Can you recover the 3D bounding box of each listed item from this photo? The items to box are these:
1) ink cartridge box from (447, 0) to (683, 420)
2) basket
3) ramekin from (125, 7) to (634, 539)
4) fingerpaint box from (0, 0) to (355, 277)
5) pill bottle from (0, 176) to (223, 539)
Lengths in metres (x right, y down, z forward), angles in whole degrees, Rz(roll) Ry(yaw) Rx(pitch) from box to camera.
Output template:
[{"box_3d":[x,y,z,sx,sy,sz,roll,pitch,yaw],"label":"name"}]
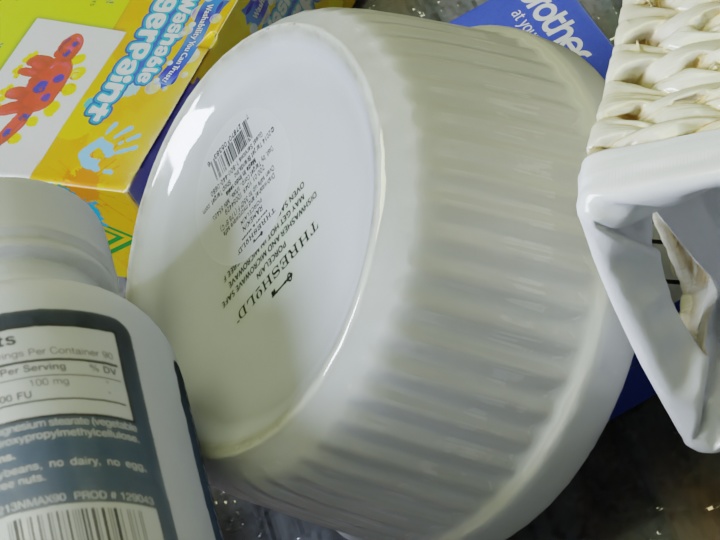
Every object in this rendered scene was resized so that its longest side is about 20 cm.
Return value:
[{"box_3d":[0.082,-0.034,1.022,0.094,0.044,0.200,-30,44,-1],"label":"ink cartridge box"},{"box_3d":[0.186,-0.036,0.842,0.200,0.136,0.123,-9,45,22],"label":"basket"},{"box_3d":[0.000,0.000,0.928,0.200,0.105,0.200,-24,59,49],"label":"ramekin"},{"box_3d":[-0.109,-0.098,1.158,0.167,0.073,0.200,7,56,33],"label":"fingerpaint box"},{"box_3d":[-0.111,0.073,0.863,0.120,0.120,0.200,-23,53,8],"label":"pill bottle"}]
